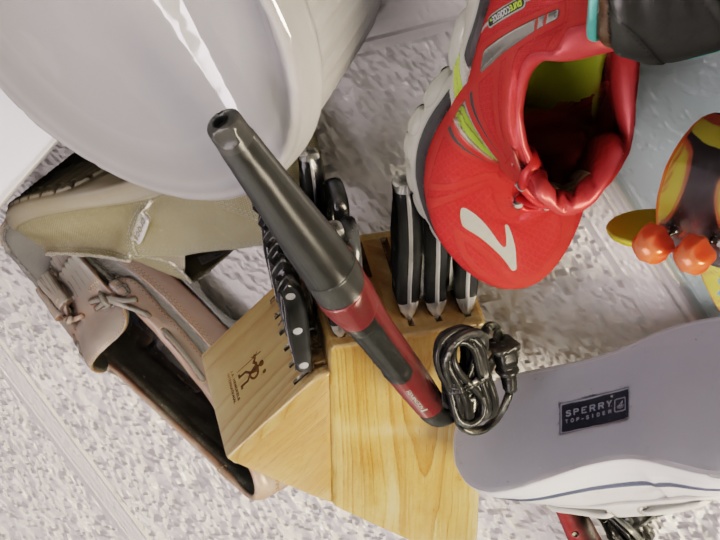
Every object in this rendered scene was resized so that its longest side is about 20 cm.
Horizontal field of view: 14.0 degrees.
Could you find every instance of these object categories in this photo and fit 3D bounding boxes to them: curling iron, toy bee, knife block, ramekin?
[{"bbox_3d":[0.000,0.000,1.172,0.200,0.050,0.026,45,180,-36],"label":"curling iron"},{"bbox_3d":[0.137,-0.020,1.074,0.131,0.109,0.200,-6,124,52],"label":"toy bee"},{"bbox_3d":[0.025,0.025,1.274,0.200,0.064,0.175,28,122,-38],"label":"knife block"},{"bbox_3d":[0.130,0.165,1.370,0.049,0.026,0.200,17,140,38],"label":"curling iron"},{"bbox_3d":[-0.079,-0.133,1.185,0.202,0.094,0.203,28,145,22],"label":"ramekin"}]

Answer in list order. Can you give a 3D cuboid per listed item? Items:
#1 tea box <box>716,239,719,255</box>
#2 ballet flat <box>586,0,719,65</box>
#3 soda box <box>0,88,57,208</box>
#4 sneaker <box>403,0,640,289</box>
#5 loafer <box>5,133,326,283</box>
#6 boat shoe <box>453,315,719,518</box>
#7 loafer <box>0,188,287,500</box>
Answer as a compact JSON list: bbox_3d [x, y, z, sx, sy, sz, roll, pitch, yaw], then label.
[{"bbox_3d":[0.253,-0.030,0.913,0.197,0.134,0.200,38,147,5],"label":"tea box"},{"bbox_3d":[0.111,-0.162,0.973,0.068,0.068,0.201,6,124,15],"label":"ballet flat"},{"bbox_3d":[-0.189,-0.048,1.349,0.064,0.068,0.200,42,121,-6],"label":"soda box"},{"bbox_3d":[0.065,-0.048,1.116,0.200,0.077,0.085,97,161,-53],"label":"sneaker"},{"bbox_3d":[-0.088,-0.029,1.332,0.200,0.076,0.068,-10,116,50],"label":"loafer"},{"bbox_3d":[0.134,0.064,1.223,0.200,0.074,0.065,-6,158,41],"label":"boat shoe"},{"bbox_3d":[-0.103,0.034,1.432,0.200,0.063,0.072,35,148,11],"label":"loafer"}]
